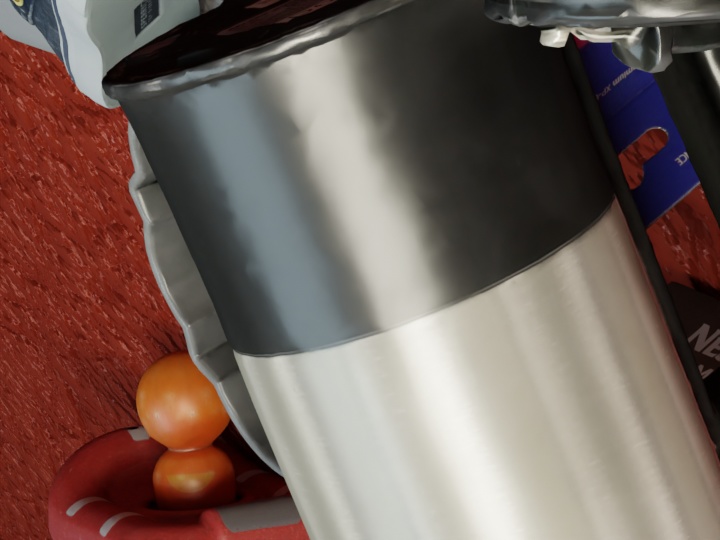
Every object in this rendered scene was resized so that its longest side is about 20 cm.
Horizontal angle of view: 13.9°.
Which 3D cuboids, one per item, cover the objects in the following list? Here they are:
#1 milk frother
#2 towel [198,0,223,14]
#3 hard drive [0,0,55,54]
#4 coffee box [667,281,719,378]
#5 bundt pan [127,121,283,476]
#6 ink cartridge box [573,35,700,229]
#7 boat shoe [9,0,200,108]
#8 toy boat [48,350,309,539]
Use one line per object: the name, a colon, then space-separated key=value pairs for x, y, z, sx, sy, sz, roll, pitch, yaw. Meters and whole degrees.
milk frother: x=0.054 y=0.008 z=0.727 sx=0.200 sy=0.180 sz=0.189 roll=-122 pitch=8 yaw=-78
towel: x=-0.084 y=-0.174 z=1.069 sx=0.191 sy=0.032 sz=0.200 roll=49 pitch=162 yaw=9
hard drive: x=-0.158 y=-0.150 z=1.266 sx=0.132 sy=0.026 sz=0.200 roll=56 pitch=170 yaw=-18
coffee box: x=0.146 y=0.114 z=0.990 sx=0.113 sy=0.080 sz=0.200 roll=27 pitch=151 yaw=51
bundt pan: x=0.000 y=0.000 z=1.094 sx=0.202 sy=0.076 sz=0.202 roll=44 pitch=151 yaw=32
ink cartridge box: x=0.022 y=-0.092 z=0.857 sx=0.200 sy=0.095 sz=0.037 roll=48 pitch=162 yaw=10
boat shoe: x=-0.105 y=-0.127 z=1.042 sx=0.091 sy=0.071 sz=0.200 roll=43 pitch=163 yaw=8
toy boat: x=-0.089 y=0.107 z=1.552 sx=0.200 sy=0.130 sz=0.131 roll=11 pitch=107 yaw=64
